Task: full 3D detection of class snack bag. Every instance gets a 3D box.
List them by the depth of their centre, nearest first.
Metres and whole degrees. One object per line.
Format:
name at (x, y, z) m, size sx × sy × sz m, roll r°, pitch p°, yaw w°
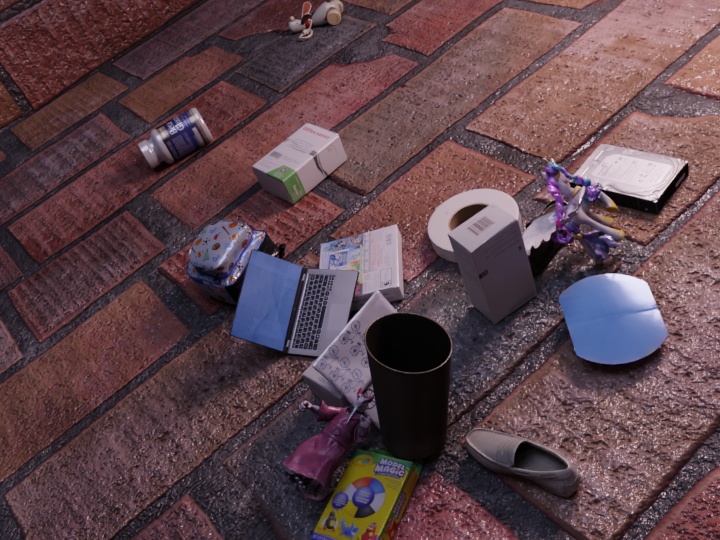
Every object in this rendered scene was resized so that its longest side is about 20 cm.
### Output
snack bag at (0.039, 0.169, 1.440) m, size 0.189 × 0.200 × 0.021 m, roll -48°, pitch 12°, yaw -22°

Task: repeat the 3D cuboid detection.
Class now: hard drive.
hard drive at (0.556, -0.195, 1.683) m, size 0.200 × 0.038 × 0.140 m, roll 22°, pitch 58°, yaw 42°

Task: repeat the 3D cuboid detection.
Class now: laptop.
laptop at (-0.130, 0.066, 1.632) m, size 0.199 × 0.116 × 0.188 m, roll 3°, pitch 71°, yaw 28°

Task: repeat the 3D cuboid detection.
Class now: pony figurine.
pony figurine at (0.404, -0.104, 1.537) m, size 0.166 × 0.200 × 0.193 m, roll -37°, pitch 22°, yaw 49°

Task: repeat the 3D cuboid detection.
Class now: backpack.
backpack at (-0.305, -0.021, 1.845) m, size 0.190 × 0.154 × 0.200 m, roll 3°, pitch 49°, yaw 43°

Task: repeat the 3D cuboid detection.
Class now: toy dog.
toy dog at (-0.152, -0.867, 2.718) m, size 0.200 × 0.096 × 0.132 m, roll -27°, pitch 40°, yaw -3°

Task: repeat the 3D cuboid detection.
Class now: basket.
basket at (0.083, 0.199, 1.344) m, size 0.136 × 0.201 × 0.180 m, roll -13°, pitch 30°, yaw -13°

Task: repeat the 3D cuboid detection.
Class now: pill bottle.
pill bottle at (-0.546, -0.384, 2.379) m, size 0.200 × 0.111 × 0.111 m, roll -31°, pitch 40°, yaw -8°

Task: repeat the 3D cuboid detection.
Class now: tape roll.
tape roll at (0.242, -0.097, 1.732) m, size 0.202 × 0.037 × 0.203 m, roll -15°, pitch 41°, yaw 13°

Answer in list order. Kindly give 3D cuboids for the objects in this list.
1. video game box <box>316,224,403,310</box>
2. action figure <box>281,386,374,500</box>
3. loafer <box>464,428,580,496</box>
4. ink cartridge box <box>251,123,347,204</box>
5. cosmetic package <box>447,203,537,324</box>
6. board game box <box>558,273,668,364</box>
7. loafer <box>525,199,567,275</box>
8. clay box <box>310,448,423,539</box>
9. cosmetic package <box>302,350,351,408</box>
video game box at (0.000, 0.000, 1.740) m, size 0.182 × 0.047 × 0.200 m, roll -12°, pitch 42°, yaw 13°
action figure at (-0.035, 0.287, 1.357) m, size 0.134 × 0.149 × 0.200 m, roll 25°, pitch 64°, yaw 40°
loafer at (0.251, 0.290, 1.280) m, size 0.200 × 0.070 × 0.070 m, roll 14°, pitch 53°, yaw 37°
ink cartridge box at (-0.155, -0.278, 2.089) m, size 0.200 × 0.084 × 0.146 m, roll -41°, pitch 43°, yaw -19°
cosmetic package at (0.248, -0.010, 1.508) m, size 0.113 × 0.200 × 0.081 m, roll -35°, pitch 40°, yaw -9°
board game box at (0.444, 0.093, 1.427) m, size 0.157 × 0.039 × 0.200 m, roll -12°, pitch 46°, yaw 7°
loafer at (0.370, -0.078, 1.620) m, size 0.073 × 0.071 × 0.200 m, roll 10°, pitch 51°, yaw 34°
clay box at (0.015, 0.374, 1.325) m, size 0.115 × 0.048 × 0.200 m, roll 5°, pitch 49°, yaw 31°
cosmetic package at (0.003, 0.170, 1.515) m, size 0.113 × 0.081 × 0.200 m, roll 22°, pitch 58°, yaw 39°
